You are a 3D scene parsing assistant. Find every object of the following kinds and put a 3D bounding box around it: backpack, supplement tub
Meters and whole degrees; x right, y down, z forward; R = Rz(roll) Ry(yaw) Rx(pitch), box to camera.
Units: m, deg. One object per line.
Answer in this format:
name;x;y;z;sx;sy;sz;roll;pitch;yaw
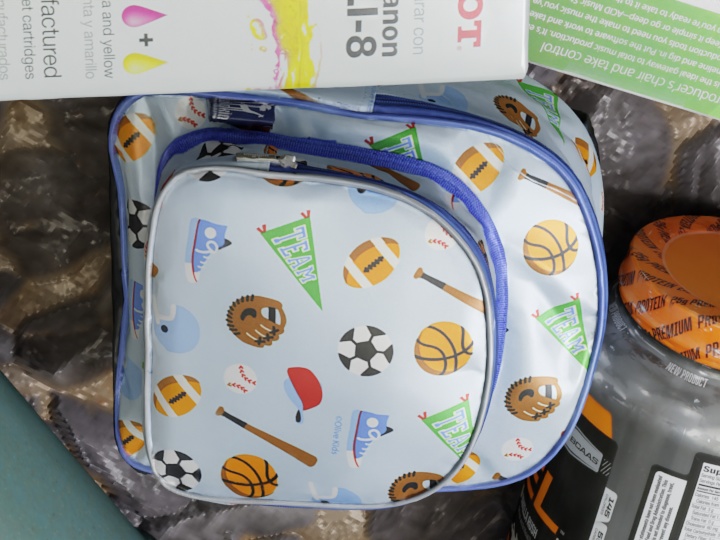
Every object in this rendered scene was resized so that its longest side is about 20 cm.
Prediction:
backpack;0.000;0.000;1.090;0.190;0.154;0.201;1;120;-3
supplement tub;0.130;0.086;1.183;0.122;0.123;0.201;8;118;-12

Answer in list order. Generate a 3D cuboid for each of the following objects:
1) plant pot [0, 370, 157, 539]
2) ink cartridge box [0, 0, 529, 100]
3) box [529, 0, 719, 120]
plant pot;-0.178;0.122;1.130;0.200;0.200;0.196;-28;113;9
ink cartridge box;-0.044;-0.155;1.003;0.199;0.145;0.146;-3;119;-7
box;0.138;-0.157;1.092;0.144;0.036;0.201;16;116;-16
